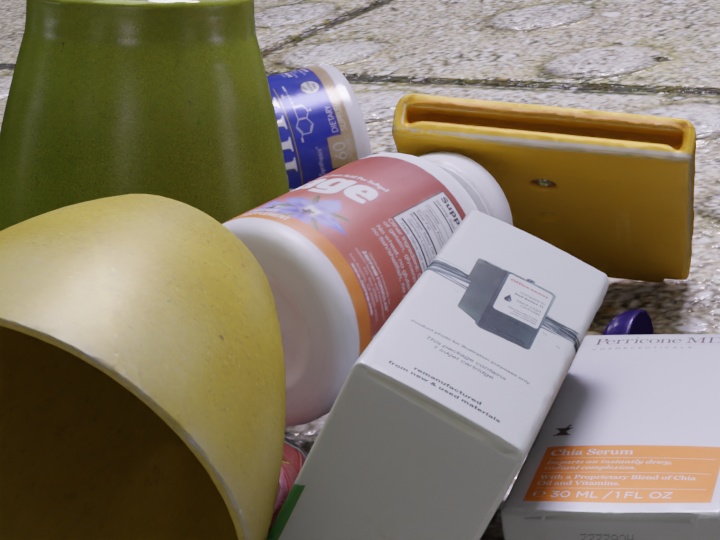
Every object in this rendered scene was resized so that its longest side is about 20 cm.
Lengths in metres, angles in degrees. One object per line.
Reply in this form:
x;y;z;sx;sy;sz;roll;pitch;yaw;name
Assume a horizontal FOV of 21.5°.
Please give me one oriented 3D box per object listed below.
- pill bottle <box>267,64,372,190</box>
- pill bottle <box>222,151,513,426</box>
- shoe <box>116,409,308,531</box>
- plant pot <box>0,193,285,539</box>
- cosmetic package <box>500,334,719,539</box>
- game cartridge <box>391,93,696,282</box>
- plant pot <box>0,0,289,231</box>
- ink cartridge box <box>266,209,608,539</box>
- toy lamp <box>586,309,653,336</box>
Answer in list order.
-0.101;-0.078;1.437;0.199;0.120;0.120;-15;20;-17;pill bottle
0.000;0.000;1.039;0.112;0.113;0.200;5;20;33;pill bottle
-0.120;0.082;0.963;0.199;0.072;0.091;19;-5;12;shoe
-0.111;0.048;0.840;0.199;0.200;0.142;2;40;27;plant pot
0.140;0.100;0.911;0.101;0.072;0.200;-2;20;18;cosmetic package
0.118;-0.047;1.178;0.176;0.033;0.200;7;-19;11;game cartridge
-0.127;-0.069;1.100;0.199;0.194;0.200;2;14;0;plant pot
0.034;0.077;0.885;0.083;0.147;0.200;29;27;6;ink cartridge box
0.071;0.043;1.124;0.199;0.058;0.058;5;24;28;toy lamp
